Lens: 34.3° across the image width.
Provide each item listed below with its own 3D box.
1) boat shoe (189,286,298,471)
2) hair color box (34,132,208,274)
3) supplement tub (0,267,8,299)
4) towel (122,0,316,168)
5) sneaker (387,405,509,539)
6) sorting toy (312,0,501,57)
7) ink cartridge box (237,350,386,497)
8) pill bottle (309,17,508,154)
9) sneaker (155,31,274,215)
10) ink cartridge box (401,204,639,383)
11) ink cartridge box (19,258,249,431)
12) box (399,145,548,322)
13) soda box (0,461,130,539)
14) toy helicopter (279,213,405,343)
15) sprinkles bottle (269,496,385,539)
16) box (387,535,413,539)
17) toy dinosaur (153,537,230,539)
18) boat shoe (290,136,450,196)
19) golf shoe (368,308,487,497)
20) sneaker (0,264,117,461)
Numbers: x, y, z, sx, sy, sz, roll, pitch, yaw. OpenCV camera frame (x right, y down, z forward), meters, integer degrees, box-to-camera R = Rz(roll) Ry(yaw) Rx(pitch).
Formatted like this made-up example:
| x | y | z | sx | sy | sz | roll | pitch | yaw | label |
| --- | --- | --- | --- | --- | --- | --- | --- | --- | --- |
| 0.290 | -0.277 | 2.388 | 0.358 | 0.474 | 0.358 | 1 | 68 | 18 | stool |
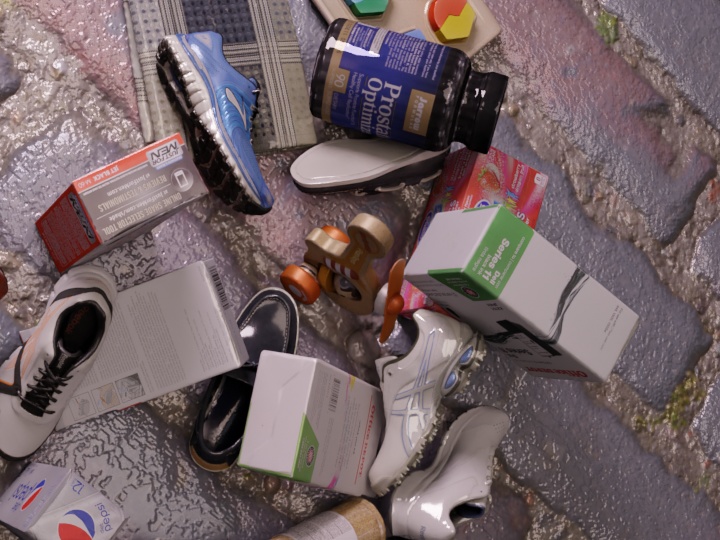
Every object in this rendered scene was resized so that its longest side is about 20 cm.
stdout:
| x | y | z | sx | sy | sz | roll | pitch | yaw | label |
| --- | --- | --- | --- | --- | --- | --- | --- | --- | --- |
| -0.116 | 0.108 | 1.192 | 0.074 | 0.062 | 0.202 | 25 | 73 | -1 | boat shoe |
| -0.228 | -0.058 | 1.088 | 0.110 | 0.199 | 0.065 | -29 | 96 | -26 | hair color box |
| -0.419 | 0.044 | 1.036 | 0.107 | 0.107 | 0.200 | 49 | 66 | -12 | supplement tub |
| -0.150 | -0.213 | 1.244 | 0.190 | 0.034 | 0.203 | -10 | 86 | -29 | towel |
| 0.112 | 0.226 | 1.259 | 0.200 | 0.086 | 0.075 | -46 | 141 | -36 | sneaker |
| 0.056 | -0.305 | 1.347 | 0.200 | 0.036 | 0.186 | -42 | 101 | -24 | sorting toy |
| -0.040 | 0.163 | 1.194 | 0.200 | 0.067 | 0.119 | 35 | 64 | -60 | ink cartridge box |
| 0.053 | -0.193 | 1.249 | 0.197 | 0.112 | 0.113 | 16 | 75 | 6 | pill bottle |
| -0.129 | -0.153 | 1.182 | 0.088 | 0.078 | 0.202 | -24 | 93 | -26 | sneaker |
| 0.162 | 0.027 | 1.188 | 0.199 | 0.146 | 0.084 | 36 | 75 | -17 | ink cartridge box |
| -0.221 | 0.073 | 1.145 | 0.198 | 0.050 | 0.110 | -20 | 92 | 7 | ink cartridge box |
| 0.125 | -0.030 | 1.312 | 0.099 | 0.095 | 0.202 | 24 | 74 | -22 | box |
| -0.270 | 0.217 | 1.032 | 0.068 | 0.199 | 0.064 | 42 | 68 | -16 | soda box |
| 0.000 | 0.000 | 1.190 | 0.132 | 0.200 | 0.079 | 41 | 67 | 3 | toy helicopter |
| -0.056 | 0.286 | 1.158 | 0.199 | 0.068 | 0.069 | -14 | 90 | -52 | sprinkles bottle |
| 0.084 | 0.370 | 1.183 | 0.086 | 0.200 | 0.165 | -33 | 97 | -23 | box |
| -0.150 | 0.333 | 1.159 | 0.102 | 0.077 | 0.202 | -30 | 102 | -14 | toy dinosaur |
| 0.013 | -0.113 | 1.289 | 0.198 | 0.061 | 0.074 | -22 | 51 | -27 | boat shoe |
| 0.048 | 0.134 | 1.220 | 0.097 | 0.078 | 0.201 | 31 | 92 | 2 | golf shoe |
| -0.290 | 0.091 | 1.081 | 0.073 | 0.080 | 0.202 | 24 | 99 | -20 | sneaker |
